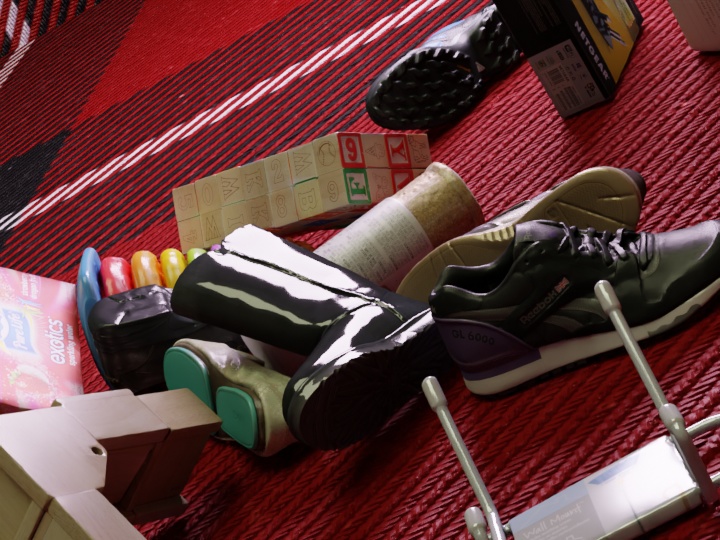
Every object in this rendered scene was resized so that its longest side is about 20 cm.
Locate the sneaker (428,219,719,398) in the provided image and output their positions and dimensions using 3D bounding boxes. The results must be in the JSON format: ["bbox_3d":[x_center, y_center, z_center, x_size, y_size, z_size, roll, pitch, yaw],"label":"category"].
[{"bbox_3d":[0.137,0.004,1.119,0.198,0.088,0.076,-25,21,15],"label":"sneaker"}]

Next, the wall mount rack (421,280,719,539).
[{"bbox_3d":[0.111,0.093,0.968,0.199,0.075,0.174,-28,20,5],"label":"wall mount rack"}]

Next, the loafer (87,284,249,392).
[{"bbox_3d":[-0.110,0.043,1.404,0.198,0.073,0.073,-11,27,-6],"label":"loafer"}]

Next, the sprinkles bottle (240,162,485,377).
[{"bbox_3d":[0.000,0.000,1.350,0.199,0.069,0.068,-37,21,-14],"label":"sprinkles bottle"}]

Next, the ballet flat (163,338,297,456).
[{"bbox_3d":[-0.082,0.091,1.291,0.062,0.068,0.200,-10,16,-24],"label":"ballet flat"}]

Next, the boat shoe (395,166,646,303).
[{"bbox_3d":[0.112,-0.009,1.224,0.199,0.072,0.065,-34,-8,28],"label":"boat shoe"}]

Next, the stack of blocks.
[{"bbox_3d":[-0.048,-0.063,1.505,0.199,0.059,0.115,-15,-7,41],"label":"stack of blocks"}]

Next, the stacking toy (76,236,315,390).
[{"bbox_3d":[-0.128,0.020,1.472,0.198,0.117,0.110,-17,17,-2],"label":"stacking toy"}]

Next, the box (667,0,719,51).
[{"bbox_3d":[0.325,-0.307,1.414,0.198,0.201,0.130,-37,19,-17],"label":"box"}]

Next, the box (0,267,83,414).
[{"bbox_3d":[-0.276,0.087,1.396,0.201,0.099,0.096,-108,36,-58],"label":"box"}]

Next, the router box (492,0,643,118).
[{"bbox_3d":[0.160,-0.253,1.520,0.052,0.201,0.158,-22,22,31],"label":"router box"}]

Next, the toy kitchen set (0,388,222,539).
[{"bbox_3d":[-0.153,0.198,1.135,0.199,0.180,0.164,-4,-52,-55],"label":"toy kitchen set"}]

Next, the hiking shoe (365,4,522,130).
[{"bbox_3d":[0.073,-0.180,1.681,0.199,0.075,0.086,-33,10,-33],"label":"hiking shoe"}]

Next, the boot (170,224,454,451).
[{"bbox_3d":[-0.055,0.040,1.214,0.199,0.066,0.164,25,32,34],"label":"boot"}]
